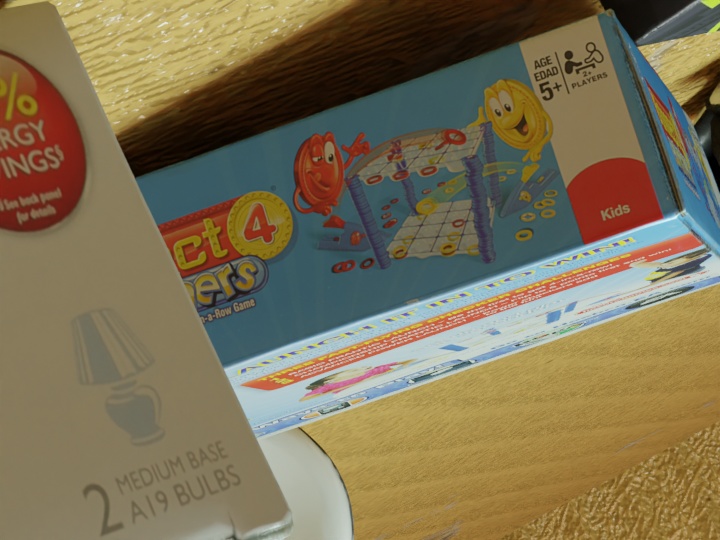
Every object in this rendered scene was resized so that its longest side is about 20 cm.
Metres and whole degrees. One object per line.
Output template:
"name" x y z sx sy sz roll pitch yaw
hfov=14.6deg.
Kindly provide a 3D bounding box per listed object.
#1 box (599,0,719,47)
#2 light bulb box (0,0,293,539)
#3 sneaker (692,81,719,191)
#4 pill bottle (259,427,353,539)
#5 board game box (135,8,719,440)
"box" 0.172 -0.119 0.789 0.143 0.036 0.200 -35 169 40
"light bulb box" -0.158 0.058 0.564 0.198 0.125 0.200 -17 167 -45
"sneaker" 0.173 -0.056 1.005 0.088 0.076 0.200 -23 169 -22
"pill bottle" -0.056 0.125 1.239 0.106 0.106 0.200 -26 170 -6
"board game box" 0.000 0.000 0.799 0.200 0.056 0.196 -19 171 10
